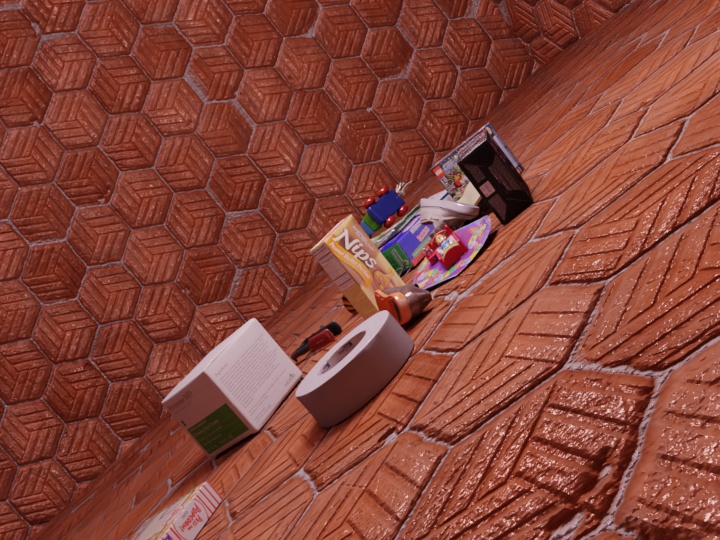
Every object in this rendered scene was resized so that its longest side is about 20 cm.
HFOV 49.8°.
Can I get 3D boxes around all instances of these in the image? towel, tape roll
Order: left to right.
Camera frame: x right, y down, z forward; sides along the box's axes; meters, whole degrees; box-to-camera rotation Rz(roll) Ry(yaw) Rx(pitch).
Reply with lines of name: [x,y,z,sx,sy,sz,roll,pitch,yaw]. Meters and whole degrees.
tape roll: [-0.010,0.154,1.227,0.200,0.066,0.200,-41,6,5]
towel: [0.056,-0.086,1.948,0.199,0.024,0.152,-37,5,39]

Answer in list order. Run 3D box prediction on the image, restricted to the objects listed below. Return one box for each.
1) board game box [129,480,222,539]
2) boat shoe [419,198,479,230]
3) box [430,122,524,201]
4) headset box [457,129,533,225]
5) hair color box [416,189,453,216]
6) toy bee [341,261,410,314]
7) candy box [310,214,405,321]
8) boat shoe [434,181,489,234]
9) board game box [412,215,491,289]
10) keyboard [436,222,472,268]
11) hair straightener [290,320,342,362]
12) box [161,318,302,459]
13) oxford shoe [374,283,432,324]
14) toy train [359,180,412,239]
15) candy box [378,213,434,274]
board game box: [-0.335,0.448,1.287,0.199,0.046,0.152,-38,7,33]
boat shoe: [0.184,-0.113,1.657,0.199,0.070,0.071,15,98,61]
box: [0.274,-0.241,1.843,0.038,0.137,0.199,-45,7,-40]
headset box: [0.261,-0.189,1.518,0.075,0.149,0.200,-37,7,16]
hair color box: [0.201,-0.158,2.071,0.100,0.061,0.200,-42,7,-11]
toy bee: [0.012,0.012,1.814,0.200,0.108,0.131,-45,13,18]
candy box: [0.000,0.000,1.588,0.055,0.201,0.116,-33,9,42]
boat shoe: [0.235,-0.129,1.698,0.202,0.062,0.075,-51,42,33]
board game box: [0.159,-0.042,1.470,0.199,0.039,0.159,-27,26,51]
keyboard: [0.183,-0.052,1.570,0.104,0.040,0.200,-38,8,36]
hair straightener: [-0.104,0.170,1.857,0.200,0.041,0.077,-42,4,45]
box: [-0.273,0.253,1.661,0.198,0.172,0.200,-36,8,40]
oxford shoe: [0.076,0.061,1.407,0.072,0.073,0.200,-22,7,-13]
toy train: [0.062,-0.147,1.945,0.200,0.085,0.116,-42,-7,-49]
candy box: [0.103,-0.054,1.893,0.169,0.077,0.199,-44,5,-35]
